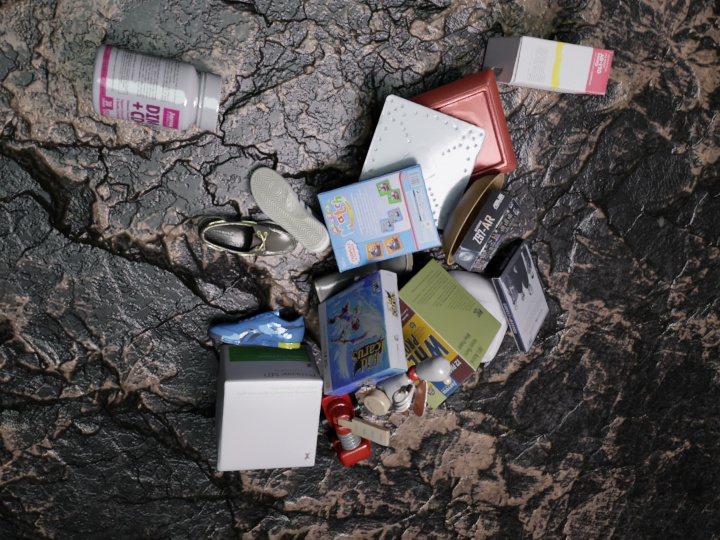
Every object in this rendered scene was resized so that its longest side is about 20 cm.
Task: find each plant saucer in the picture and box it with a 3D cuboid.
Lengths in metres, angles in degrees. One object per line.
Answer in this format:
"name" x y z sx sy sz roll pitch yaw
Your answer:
"plant saucer" 0.211 -0.106 1.164 0.035 0.200 0.202 32 100 16
"plant saucer" 0.186 -0.251 1.142 0.197 0.037 0.203 -19 109 5

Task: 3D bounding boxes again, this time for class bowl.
"bowl" 0.248 0.114 1.347 0.197 0.075 0.203 15 104 -18

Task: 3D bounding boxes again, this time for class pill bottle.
"pill bottle" -0.339 -0.302 1.013 0.197 0.113 0.115 7 107 -18

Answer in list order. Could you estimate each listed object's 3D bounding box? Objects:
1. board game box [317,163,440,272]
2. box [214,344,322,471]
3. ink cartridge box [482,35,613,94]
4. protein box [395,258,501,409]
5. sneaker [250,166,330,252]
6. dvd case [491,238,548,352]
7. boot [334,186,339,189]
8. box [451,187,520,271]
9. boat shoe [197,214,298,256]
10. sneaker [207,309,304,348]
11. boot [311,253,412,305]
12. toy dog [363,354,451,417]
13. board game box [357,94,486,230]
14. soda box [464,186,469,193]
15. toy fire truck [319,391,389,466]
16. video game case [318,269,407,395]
"board game box" 0.035 -0.097 1.117 0.197 0.037 0.154 -14 102 8
"box" -0.192 0.274 1.225 0.195 0.171 0.204 3 108 -16
"ink cartridge box" 0.355 -0.394 1.157 0.196 0.145 0.085 2 108 -16
"protein box" 0.144 0.120 1.196 0.200 0.198 0.135 43 124 6
"sneaker" -0.135 -0.114 1.166 0.075 0.085 0.201 -40 90 5
"dvd case" 0.361 0.056 1.338 0.150 0.024 0.202 -47 122 -39
"boot" 0.059 -0.127 1.208 0.197 0.066 0.167 -21 126 -1
"box" 0.262 -0.077 1.224 0.043 0.200 0.162 33 101 17
"boat shoe" -0.214 -0.061 1.162 0.198 0.060 0.073 8 107 -18
"sneaker" -0.211 0.113 1.228 0.197 0.066 0.080 6 96 -18
"boot" 0.001 0.001 1.209 0.196 0.074 0.183 -9 149 -10
"toy dog" 0.093 0.216 1.073 0.096 0.199 0.132 46 69 -14
"board game box" 0.109 -0.200 1.126 0.197 0.026 0.203 17 109 -9
"soda box" 0.191 -0.243 1.205 0.062 0.071 0.204 -4 111 -11
"toy fire truck" -0.012 0.345 1.286 0.127 0.200 0.179 -20 113 -7
"video game case" -0.003 0.121 1.121 0.045 0.184 0.199 12 151 -37
